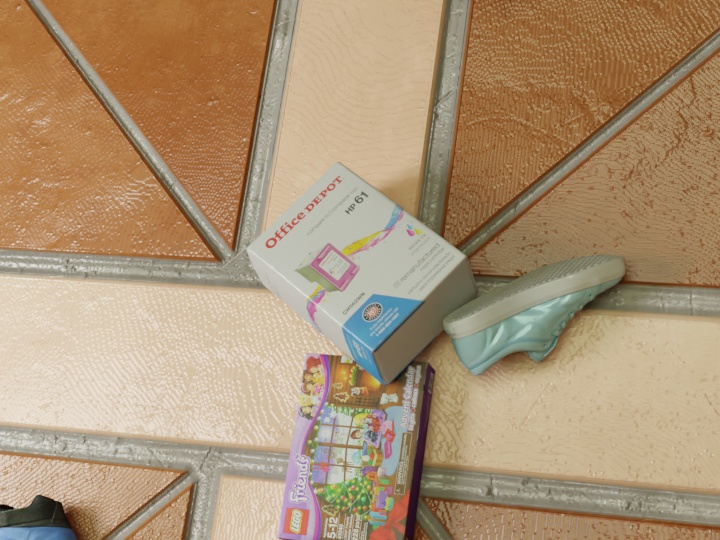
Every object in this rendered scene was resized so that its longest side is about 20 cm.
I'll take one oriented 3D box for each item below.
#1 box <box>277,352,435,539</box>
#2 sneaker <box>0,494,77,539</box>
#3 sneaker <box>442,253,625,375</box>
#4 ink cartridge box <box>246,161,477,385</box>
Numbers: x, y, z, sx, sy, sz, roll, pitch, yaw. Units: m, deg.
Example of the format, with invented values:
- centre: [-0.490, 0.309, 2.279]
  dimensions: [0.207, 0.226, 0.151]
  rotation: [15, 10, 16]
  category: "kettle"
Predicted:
- centre: [-0.004, 0.190, 1.502]
  dimensions: [0.137, 0.039, 0.200]
  rotation: [3, 73, 17]
  category: "box"
- centre: [-0.404, 0.312, 1.556]
  dimensions: [0.200, 0.077, 0.111]
  rotation: [-23, 73, 3]
  category: "sneaker"
- centre: [0.188, 0.047, 1.490]
  dimensions: [0.200, 0.074, 0.082]
  rotation: [-22, 104, 0]
  category: "sneaker"
- centre: [0.000, 0.000, 1.519]
  dimensions: [0.145, 0.085, 0.200]
  rotation: [-45, 58, -13]
  category: "ink cartridge box"
